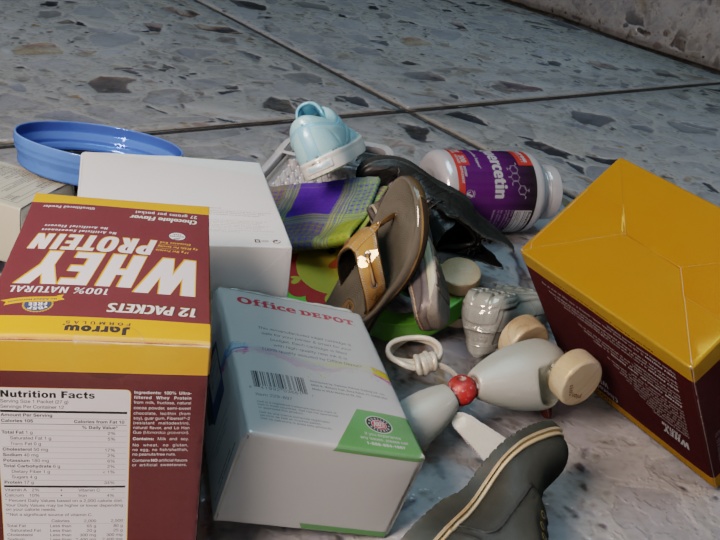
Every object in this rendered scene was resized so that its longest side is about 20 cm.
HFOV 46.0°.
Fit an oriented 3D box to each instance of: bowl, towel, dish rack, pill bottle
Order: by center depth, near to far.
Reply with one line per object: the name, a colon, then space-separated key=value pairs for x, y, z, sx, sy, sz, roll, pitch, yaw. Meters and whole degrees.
towel: x=-0.078 y=-0.066 z=0.993 sx=0.196 sy=0.023 sz=0.144 roll=0 pitch=34 yaw=23
bowl: x=-0.314 y=-0.139 z=1.026 sx=0.196 sy=0.040 sz=0.201 roll=11 pitch=17 yaw=-3
dish rack: x=-0.060 y=-0.104 z=1.111 sx=0.168 sy=0.044 sz=0.201 roll=13 pitch=44 yaw=23
pill bottle: x=0.180 y=-0.111 z=1.189 sx=0.196 sy=0.115 sz=0.113 roll=-2 pitch=29 yaw=-22

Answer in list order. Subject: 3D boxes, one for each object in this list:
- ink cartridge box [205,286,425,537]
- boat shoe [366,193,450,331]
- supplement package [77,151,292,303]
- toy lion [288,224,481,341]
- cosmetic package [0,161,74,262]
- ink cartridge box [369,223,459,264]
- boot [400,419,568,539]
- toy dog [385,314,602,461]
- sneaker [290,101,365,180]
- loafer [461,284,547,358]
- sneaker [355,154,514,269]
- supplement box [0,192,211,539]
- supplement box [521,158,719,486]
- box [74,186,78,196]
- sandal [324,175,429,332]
ink cartridge box: x=-0.051 y=0.108 z=0.692 sx=0.143 sy=0.089 sz=0.201 roll=12 pitch=27 yaw=-23
boat shoe: x=0.045 y=-0.008 z=0.876 sx=0.072 sy=0.075 sz=0.202 roll=-18 pitch=38 yaw=7
supplement package: x=-0.180 y=-0.006 z=0.825 sx=0.187 sy=0.150 sz=0.201 roll=2 pitch=28 yaw=-17
toy lion: x=0.007 y=0.010 z=0.940 sx=0.189 sy=0.070 sz=0.200 roll=-25 pitch=47 yaw=-25
cosmetic package: x=-0.437 y=-0.078 z=0.962 sx=0.196 sy=0.075 sz=0.104 roll=17 pitch=27 yaw=12
ink cartridge box: x=0.024 y=-0.046 z=1.092 sx=0.171 sy=0.044 sz=0.199 roll=-13 pitch=35 yaw=-39
boot: x=0.130 y=0.207 z=0.618 sx=0.137 sy=0.079 sz=0.199 roll=32 pitch=48 yaw=30
toy dog: x=0.121 y=0.121 z=0.779 sx=0.195 sy=0.098 sz=0.133 roll=-9 pitch=32 yaw=-4
sneaker: x=-0.041 y=-0.167 z=1.024 sx=0.073 sy=0.083 sz=0.200 roll=-20 pitch=11 yaw=7
loafer: x=0.160 y=0.054 z=0.920 sx=0.069 sy=0.071 sz=0.199 roll=11 pitch=7 yaw=32
sneaker: x=0.088 y=-0.070 z=1.029 sx=0.196 sy=0.061 sz=0.105 roll=22 pitch=29 yaw=-17
supplement box: x=-0.177 y=0.082 z=0.599 sx=0.130 sy=0.204 sz=0.198 roll=3 pitch=27 yaw=-12
supplement box: x=0.278 y=0.046 z=0.771 sx=0.132 sy=0.201 sz=0.197 roll=-40 pitch=43 yaw=-9
box: x=-0.296 y=-0.110 z=1.103 sx=0.116 sy=0.049 sz=0.199 roll=24 pitch=29 yaw=26
sandal: x=0.000 y=0.000 z=0.818 sx=0.054 sy=0.202 sz=0.082 roll=18 pitch=25 yaw=-41
